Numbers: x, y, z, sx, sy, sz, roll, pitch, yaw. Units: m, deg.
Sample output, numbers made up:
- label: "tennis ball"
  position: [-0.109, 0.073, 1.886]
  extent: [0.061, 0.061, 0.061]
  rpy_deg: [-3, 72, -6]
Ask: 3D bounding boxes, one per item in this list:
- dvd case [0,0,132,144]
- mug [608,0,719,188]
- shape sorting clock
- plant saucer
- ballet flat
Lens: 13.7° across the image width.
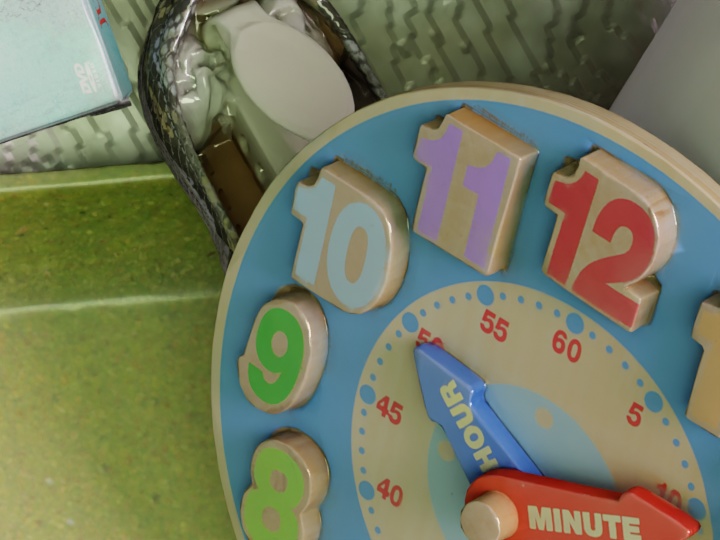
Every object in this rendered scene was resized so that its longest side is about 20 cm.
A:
- label: "dvd case"
  position: [-0.177, -0.082, 0.799]
  extent: [0.199, 0.022, 0.146]
  rpy_deg: [-17, 100, 9]
- label: "mug"
  position: [0.136, -0.005, 0.738]
  extent: [0.186, 0.150, 0.153]
  rpy_deg: [31, 143, -9]
- label: "shape sorting clock"
  position: [0.039, 0.054, 0.707]
  extent: [0.200, 0.039, 0.201]
  rpy_deg: [13, 110, 37]
- label: "plant saucer"
  position: [-0.046, 0.070, 0.817]
  extent: [0.199, 0.048, 0.200]
  rpy_deg: [-5, 68, -6]
- label: "ballet flat"
  position: [0.000, 0.000, 0.786]
  extent: [0.072, 0.072, 0.201]
  rpy_deg: [-32, 73, 3]
